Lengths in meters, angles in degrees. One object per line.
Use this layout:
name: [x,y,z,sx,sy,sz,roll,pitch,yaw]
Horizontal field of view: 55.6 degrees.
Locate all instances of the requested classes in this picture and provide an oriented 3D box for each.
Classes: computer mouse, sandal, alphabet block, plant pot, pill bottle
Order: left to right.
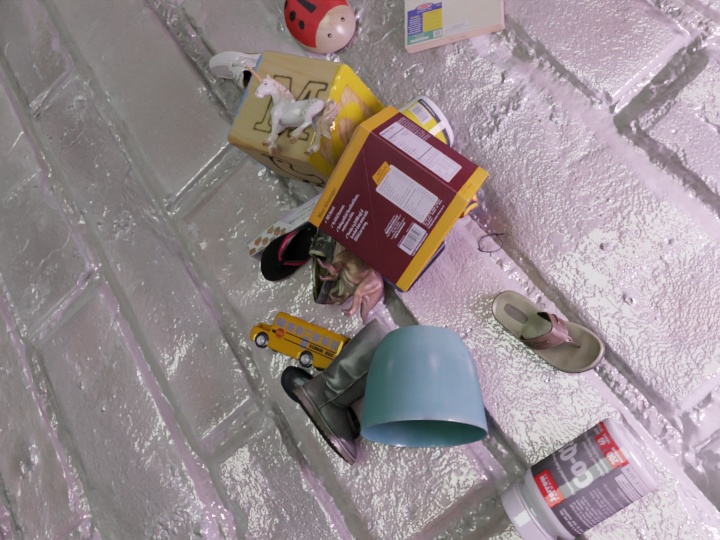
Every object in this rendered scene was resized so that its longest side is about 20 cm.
sandal: [-0.118,-0.048,1.330,0.199,0.045,0.075,-34,104,12]
alphabet block: [-0.100,-0.284,1.321,0.199,0.195,0.198,19,87,30]
computer mouse: [-0.077,0.240,1.253,0.199,0.034,0.059,32,91,29]
pill bottle: [0.062,-0.219,1.242,0.199,0.112,0.112,-37,62,-3]
plant pot: [0.100,0.183,1.095,0.199,0.201,0.162,-11,61,23]
sandal: [0.291,0.098,1.094,0.200,0.057,0.080,31,91,30]
pill bottle: [0.312,0.314,0.991,0.200,0.114,0.114,-38,63,12]

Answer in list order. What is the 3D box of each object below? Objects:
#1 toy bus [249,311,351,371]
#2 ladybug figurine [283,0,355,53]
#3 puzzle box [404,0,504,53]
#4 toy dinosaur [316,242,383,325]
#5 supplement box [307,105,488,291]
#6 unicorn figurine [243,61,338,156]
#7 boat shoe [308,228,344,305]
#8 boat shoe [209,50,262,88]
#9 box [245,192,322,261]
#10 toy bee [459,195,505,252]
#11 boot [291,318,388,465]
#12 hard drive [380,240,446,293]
toy bus: [-0.109,0.134,1.279,0.199,0.065,0.079,18,85,29]
ladybug figurine: [-0.097,-0.546,1.459,0.200,0.072,0.136,39,95,30]
puzzle box: [0.181,-0.512,1.337,0.199,0.025,0.134,-6,74,25]
toy dinosaur: [0.000,0.000,1.218,0.135,0.086,0.201,-29,103,-13]
supplement box: [0.059,-0.117,1.101,0.199,0.133,0.198,36,124,5]
unicorn figurine: [-0.124,-0.271,1.187,0.198,0.074,0.138,12,72,15]
boat shoe: [-0.062,-0.035,1.272,0.072,0.066,0.203,0,93,52]
boat shoe: [-0.256,-0.438,1.509,0.199,0.071,0.070,6,77,27]
box: [-0.140,-0.086,1.371,0.199,0.041,0.039,-31,64,17]
toy bee: [0.168,-0.132,1.187,0.199,0.109,0.131,19,60,24]
boot: [0.003,0.211,1.190,0.199,0.072,0.183,-36,99,-19]
hard drive: [0.057,-0.062,1.264,0.135,0.042,0.200,-50,60,7]
